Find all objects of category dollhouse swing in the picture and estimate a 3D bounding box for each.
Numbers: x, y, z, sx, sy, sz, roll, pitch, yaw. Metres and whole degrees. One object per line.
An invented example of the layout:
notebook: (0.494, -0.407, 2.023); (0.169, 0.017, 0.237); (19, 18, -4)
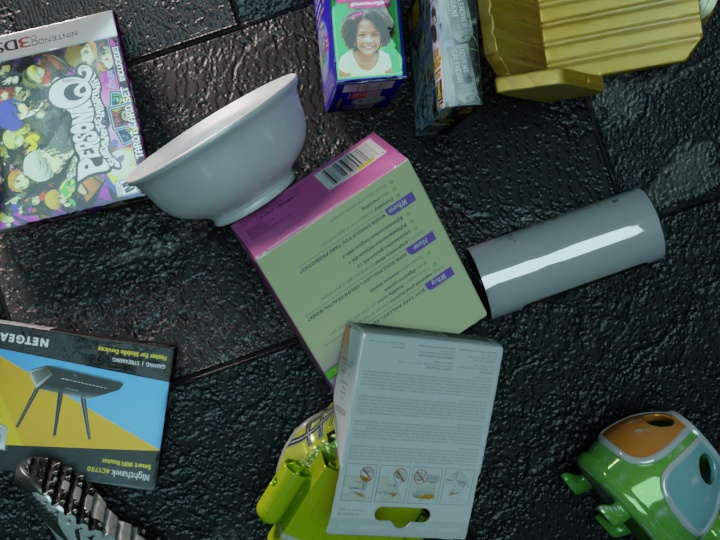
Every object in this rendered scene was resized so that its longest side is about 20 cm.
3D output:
dollhouse swing: (0.233, -0.289, 1.323); (0.174, 0.181, 0.203); (-8, 88, 31)

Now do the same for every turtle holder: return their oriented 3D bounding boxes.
turtle holder: (0.311, 0.230, 1.328); (0.132, 0.141, 0.186); (-43, 89, -4)

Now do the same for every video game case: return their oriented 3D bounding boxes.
video game case: (-0.322, -0.154, 1.367); (0.179, 0.036, 0.202); (-12, 89, -2)

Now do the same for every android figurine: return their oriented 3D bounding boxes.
android figurine: (-0.018, 0.259, 1.333); (0.181, 0.041, 0.201); (23, 111, -21)

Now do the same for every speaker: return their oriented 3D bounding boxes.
speaker: (0.211, -0.018, 1.362); (0.198, 0.081, 0.082); (-19, 89, -3)

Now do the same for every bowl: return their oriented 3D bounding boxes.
bowl: (-0.127, -0.107, 1.304); (0.200, 0.201, 0.091); (-33, 103, -3)

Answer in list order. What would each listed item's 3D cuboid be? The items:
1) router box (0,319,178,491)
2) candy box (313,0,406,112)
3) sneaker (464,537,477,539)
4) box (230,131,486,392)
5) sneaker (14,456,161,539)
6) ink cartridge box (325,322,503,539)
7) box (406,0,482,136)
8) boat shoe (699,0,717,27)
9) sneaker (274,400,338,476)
router box: (-0.297, 0.138, 1.350); (0.198, 0.051, 0.151); (8, 89, -2)
candy box: (-0.006, -0.275, 1.317); (0.076, 0.169, 0.203); (-7, 89, -6)
sneaker: (0.066, 0.345, 1.354); (0.199, 0.088, 0.074); (-37, 108, 19)
box: (0.000, 0.000, 1.300); (0.175, 0.097, 0.201); (-34, 119, -6)
sneaker: (-0.284, 0.271, 1.321); (0.090, 0.067, 0.200); (-39, 114, 17)
ink cartridge box: (0.048, 0.159, 1.284); (0.161, 0.050, 0.202); (7, 100, -25)
box: (0.082, -0.216, 1.303); (0.039, 0.200, 0.139); (-4, 89, -6)
boat shoe: (0.365, -0.359, 1.383); (0.064, 0.073, 0.202); (16, 88, -7)
sneaker: (-0.023, 0.170, 1.349); (0.075, 0.076, 0.201); (37, 88, -2)
